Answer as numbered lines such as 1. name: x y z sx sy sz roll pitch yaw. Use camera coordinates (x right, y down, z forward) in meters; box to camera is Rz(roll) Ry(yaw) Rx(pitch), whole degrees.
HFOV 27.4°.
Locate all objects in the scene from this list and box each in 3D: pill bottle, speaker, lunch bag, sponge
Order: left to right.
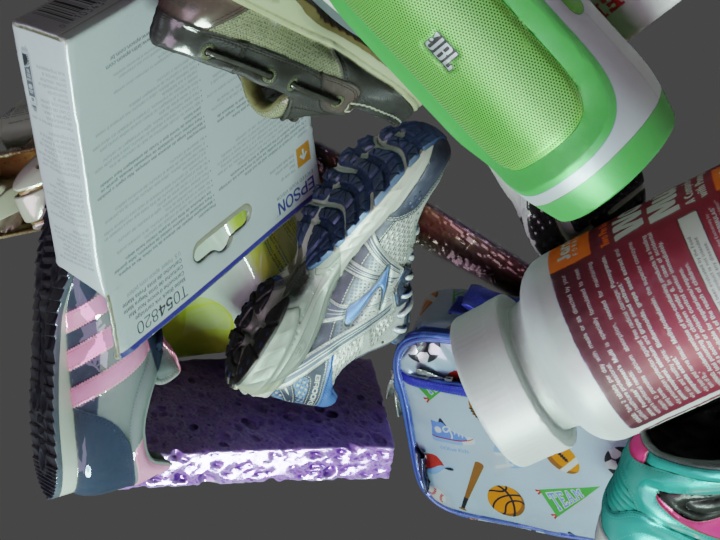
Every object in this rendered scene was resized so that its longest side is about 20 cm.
1. sponge: -0.083 0.096 0.952 0.199 0.112 0.030 0 117 -10
2. speaker: 0.050 -0.118 0.669 0.200 0.089 0.088 45 133 -11
3. lunch bag: 0.115 0.088 0.926 0.199 0.076 0.161 6 126 23
4. pill bottle: 0.154 0.023 0.785 0.199 0.110 0.110 -27 111 18

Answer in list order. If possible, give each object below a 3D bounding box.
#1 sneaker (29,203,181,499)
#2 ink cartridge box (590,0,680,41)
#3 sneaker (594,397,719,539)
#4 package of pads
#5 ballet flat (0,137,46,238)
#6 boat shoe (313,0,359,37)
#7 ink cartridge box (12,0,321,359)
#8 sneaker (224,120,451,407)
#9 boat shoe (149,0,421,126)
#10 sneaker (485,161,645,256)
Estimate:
1. sneaker: -0.144 0.031 0.856 0.070 0.082 0.201 24 111 61
2. ink cartridge box: 0.092 -0.210 0.687 0.200 0.084 0.145 44 135 -10
3. sneaker: 0.233 0.102 0.829 0.199 0.084 0.121 -8 129 -10
4. package of pads: -0.122 -0.037 0.958 0.154 0.068 0.201 -8 122 35
5. ballet flat: -0.200 -0.046 0.900 0.199 0.065 0.071 -11 116 37
6. boat shoe: -0.036 -0.184 0.729 0.200 0.062 0.073 43 92 -5
7. ink cartridge box: -0.096 -0.084 0.814 0.040 0.200 0.201 20 132 28
8. sneaker: 0.000 0.000 0.898 0.085 0.077 0.200 27 109 -28
9. boat shoe: -0.039 -0.113 0.781 0.072 0.201 0.066 41 100 34
10. sneaker: 0.094 -0.081 0.814 0.074 0.080 0.200 -33 126 0
